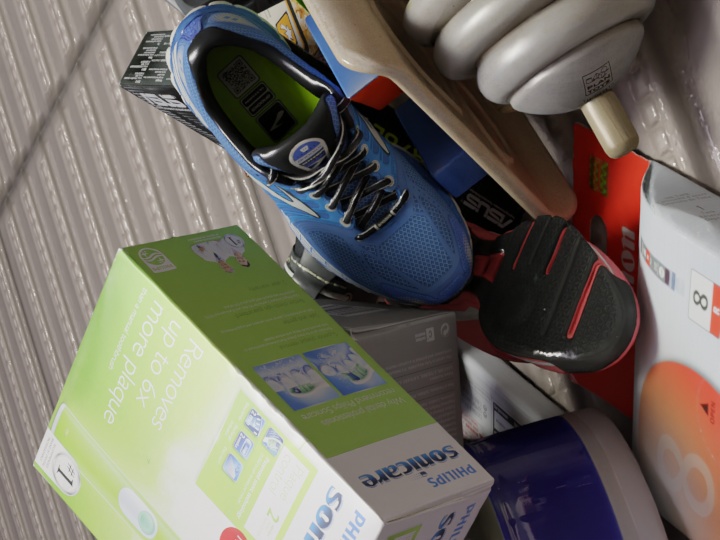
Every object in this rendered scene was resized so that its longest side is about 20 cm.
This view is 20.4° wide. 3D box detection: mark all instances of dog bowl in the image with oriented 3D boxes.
[{"bbox_3d":[0.113,0.178,1.063,0.200,0.078,0.201,166,90,-84],"label":"dog bowl"}]

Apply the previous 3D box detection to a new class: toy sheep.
[{"bbox_3d":[0.079,-0.142,0.972,0.200,0.138,0.138,55,153,6],"label":"toy sheep"}]

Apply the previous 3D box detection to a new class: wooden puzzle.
[{"bbox_3d":[0.015,-0.115,1.051,0.046,0.200,0.186,-41,50,15],"label":"wooden puzzle"}]

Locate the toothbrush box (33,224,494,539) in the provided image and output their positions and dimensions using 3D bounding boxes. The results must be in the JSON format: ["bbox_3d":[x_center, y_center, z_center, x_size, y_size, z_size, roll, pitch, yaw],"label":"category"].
[{"bbox_3d":[-0.053,0.098,0.976,0.200,0.086,0.146,43,125,26],"label":"toothbrush box"}]

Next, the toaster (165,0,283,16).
[{"bbox_3d":[-0.075,-0.224,1.181,0.129,0.200,0.114,35,154,55],"label":"toaster"}]

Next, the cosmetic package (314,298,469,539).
[{"bbox_3d":[-0.006,0.120,1.053,0.107,0.090,0.201,2,98,44],"label":"cosmetic package"}]

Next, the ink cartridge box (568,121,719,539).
[{"bbox_3d":[0.146,0.031,1.011,0.200,0.050,0.163,36,134,52],"label":"ink cartridge box"}]

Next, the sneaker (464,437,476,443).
[{"bbox_3d":[0.030,0.149,1.265,0.200,0.092,0.076,-28,70,42],"label":"sneaker"}]

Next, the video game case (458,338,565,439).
[{"bbox_3d":[0.075,0.131,1.263,0.200,0.023,0.183,40,138,52],"label":"video game case"}]

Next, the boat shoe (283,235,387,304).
[{"bbox_3d":[0.000,0.000,1.193,0.068,0.072,0.200,-67,-15,-1],"label":"boat shoe"}]

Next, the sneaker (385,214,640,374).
[{"bbox_3d":[0.097,0.016,1.059,0.200,0.087,0.074,19,82,60],"label":"sneaker"}]

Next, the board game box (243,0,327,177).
[{"bbox_3d":[-0.059,-0.175,1.356,0.152,0.046,0.200,69,156,15],"label":"board game box"}]

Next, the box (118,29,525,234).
[{"bbox_3d":[-0.025,-0.078,1.184,0.200,0.193,0.048,13,76,63],"label":"box"}]

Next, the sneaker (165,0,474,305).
[{"bbox_3d":[-0.022,-0.052,1.018,0.200,0.079,0.089,42,-174,-9],"label":"sneaker"}]
